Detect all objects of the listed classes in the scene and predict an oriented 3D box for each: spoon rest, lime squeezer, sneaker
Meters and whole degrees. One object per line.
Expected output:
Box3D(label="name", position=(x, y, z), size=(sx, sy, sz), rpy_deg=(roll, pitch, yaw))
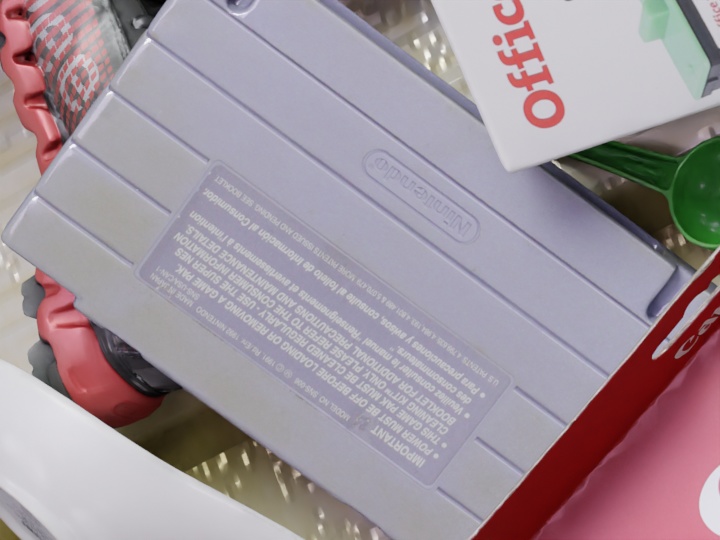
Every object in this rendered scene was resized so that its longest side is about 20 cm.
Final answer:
Box3D(label="spoon rest", position=(-0.057, 0.095, 0.963), size=(0.200, 0.099, 0.061), rpy_deg=(42, 72, 12))
Box3D(label="lime squeezer", position=(0.110, -0.030, 0.879), size=(0.038, 0.071, 0.200), rpy_deg=(-54, 23, -6))
Box3D(label="sneaker", position=(-0.071, -0.052, 0.984), size=(0.098, 0.071, 0.201), rpy_deg=(-13, 81, 25))

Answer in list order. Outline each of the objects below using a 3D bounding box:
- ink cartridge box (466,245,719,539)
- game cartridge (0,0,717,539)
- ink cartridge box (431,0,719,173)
Box3D(label="ink cartridge box", position=(0.142, 0.039, 0.810), size=(0.084, 0.175, 0.200), rpy_deg=(45, 105, 22))
Box3D(label="game cartridge", position=(0.000, 0.000, 0.921), size=(0.200, 0.038, 0.130), rpy_deg=(37, 107, -4))
Box3D(label="ink cartridge box", position=(0.107, -0.132, 0.837), size=(0.200, 0.084, 0.145), rpy_deg=(-18, 121, 13))
